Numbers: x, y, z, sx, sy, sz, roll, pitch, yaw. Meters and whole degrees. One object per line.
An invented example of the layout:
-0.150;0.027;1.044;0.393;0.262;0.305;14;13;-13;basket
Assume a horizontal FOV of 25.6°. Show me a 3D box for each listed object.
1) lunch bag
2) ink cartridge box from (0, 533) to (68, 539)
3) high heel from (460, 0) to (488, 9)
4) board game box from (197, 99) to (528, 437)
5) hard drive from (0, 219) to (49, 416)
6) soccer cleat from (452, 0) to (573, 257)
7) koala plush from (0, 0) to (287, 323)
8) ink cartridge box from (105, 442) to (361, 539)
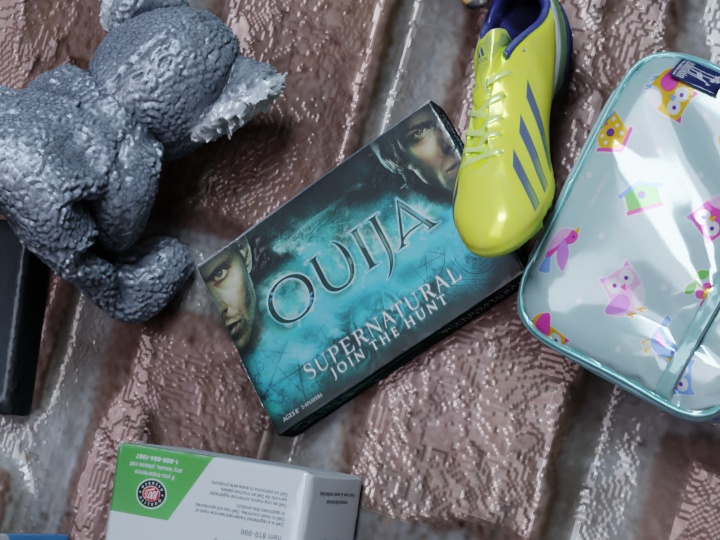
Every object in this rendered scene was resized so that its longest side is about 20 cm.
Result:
0.197;-0.021;0.918;0.160;0.077;0.201;30;96;27;lunch bag
-0.292;0.281;1.059;0.145;0.147;0.201;-7;79;23;ink cartridge box
0.012;-0.225;1.037;0.142;0.071;0.201;-21;55;14;high heel
0.000;0.000;1.035;0.200;0.028;0.136;-34;69;16;board game box
-0.325;0.030;1.180;0.199;0.033;0.141;3;82;26;hard drive
0.083;-0.096;0.941;0.064;0.084;0.201;-7;48;27;soccer cleat
-0.155;-0.100;1.058;0.200;0.184;0.177;-42;67;0;koala plush
-0.090;0.220;1.009;0.146;0.083;0.201;6;84;26;ink cartridge box
